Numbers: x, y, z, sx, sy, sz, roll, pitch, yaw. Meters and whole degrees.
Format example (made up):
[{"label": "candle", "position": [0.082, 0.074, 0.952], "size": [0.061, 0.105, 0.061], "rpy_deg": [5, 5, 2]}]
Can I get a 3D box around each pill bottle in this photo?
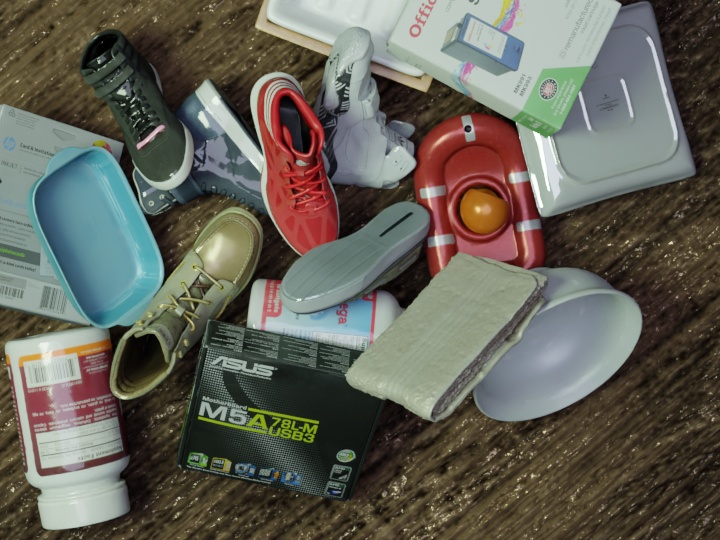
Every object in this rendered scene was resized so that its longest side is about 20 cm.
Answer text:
[{"label": "pill bottle", "position": [-0.022, 0.071, 1.684], "size": [0.198, 0.109, 0.110], "rpy_deg": [5, 91, -2]}, {"label": "pill bottle", "position": [-0.308, 0.166, 1.679], "size": [0.113, 0.114, 0.202], "rpy_deg": [-9, 92, -1]}]

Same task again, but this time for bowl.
[{"label": "bowl", "position": [0.191, 0.062, 1.670], "size": [0.200, 0.202, 0.091], "rpy_deg": [-29, 54, 0]}]

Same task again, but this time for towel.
[{"label": "towel", "position": [0.089, 0.063, 1.569], "size": [0.200, 0.132, 0.035], "rpy_deg": [-45, 127, -24]}]

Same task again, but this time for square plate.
[{"label": "square plate", "position": [0.258, -0.177, 1.693], "size": [0.198, 0.028, 0.200], "rpy_deg": [-15, 91, -19]}]

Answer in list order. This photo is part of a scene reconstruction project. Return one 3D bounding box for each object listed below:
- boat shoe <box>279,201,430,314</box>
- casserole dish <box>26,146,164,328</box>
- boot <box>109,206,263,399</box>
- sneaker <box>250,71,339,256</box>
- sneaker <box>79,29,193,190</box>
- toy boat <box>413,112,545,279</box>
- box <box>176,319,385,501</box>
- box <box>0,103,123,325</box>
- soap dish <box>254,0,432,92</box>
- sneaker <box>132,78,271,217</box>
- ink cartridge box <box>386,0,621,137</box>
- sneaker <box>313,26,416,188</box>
[{"label": "boat shoe", "position": [0.000, 0.000, 1.637], "size": [0.199, 0.062, 0.072], "rpy_deg": [-31, 49, -30]}, {"label": "casserole dish", "position": [-0.282, -0.034, 1.652], "size": [0.121, 0.039, 0.201], "rpy_deg": [-40, 117, -36]}, {"label": "boot", "position": [-0.180, 0.036, 1.631], "size": [0.072, 0.155, 0.201], "rpy_deg": [37, 113, -1]}, {"label": "sneaker", "position": [-0.065, -0.094, 1.596], "size": [0.078, 0.116, 0.202], "rpy_deg": [-20, 107, -3]}, {"label": "sneaker", "position": [-0.238, -0.169, 1.629], "size": [0.070, 0.099, 0.201], "rpy_deg": [-35, 51, 10]}, {"label": "toy boat", "position": [0.128, -0.067, 1.671], "size": [0.129, 0.131, 0.202], "rpy_deg": [-11, 92, -1]}, {"label": "box", "position": [-0.083, 0.150, 1.655], "size": [0.198, 0.048, 0.194], "rpy_deg": [13, 134, -7]}, {"label": "box", "position": [-0.337, -0.056, 1.651], "size": [0.155, 0.041, 0.202], "rpy_deg": [16, 81, -42]}, {"label": "soap dish", "position": [0.006, -0.298, 1.689], "size": [0.198, 0.081, 0.159], "rpy_deg": [20, 91, -2]}, {"label": "sneaker", "position": [-0.153, -0.082, 1.696], "size": [0.146, 0.077, 0.203], "rpy_deg": [-39, 95, 4]}, {"label": "ink cartridge box", "position": [0.143, -0.248, 1.611], "size": [0.199, 0.088, 0.146], "rpy_deg": [28, 89, -1]}, {"label": "sneaker", "position": [0.011, -0.165, 1.666], "size": [0.114, 0.076, 0.201], "rpy_deg": [11, 132, -10]}]
